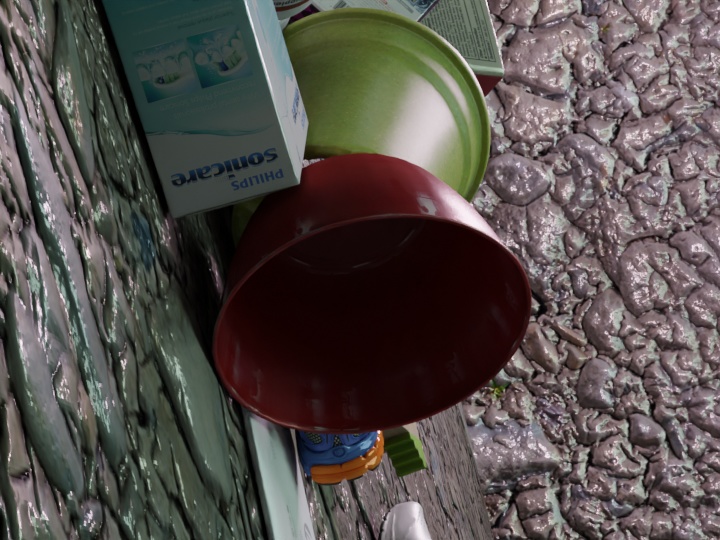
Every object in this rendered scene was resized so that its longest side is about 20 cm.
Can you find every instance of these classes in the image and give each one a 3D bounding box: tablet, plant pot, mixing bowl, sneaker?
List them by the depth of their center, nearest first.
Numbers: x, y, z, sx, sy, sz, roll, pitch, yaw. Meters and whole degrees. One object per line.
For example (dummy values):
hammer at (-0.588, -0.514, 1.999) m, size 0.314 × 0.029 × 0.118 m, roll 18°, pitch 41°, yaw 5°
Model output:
mixing bowl at (0.000, 0.000, 1.099) m, size 0.200 × 0.199 × 0.109 m, roll 69°, pitch 6°, yaw -47°
tablet at (-0.043, 0.180, 1.150) m, size 0.130 × 0.014 × 0.201 m, roll 53°, pitch 24°, yaw -76°
sneaker at (-0.023, 0.059, 1.233) m, size 0.200 × 0.075 × 0.079 m, roll -111°, pitch -170°, yaw -53°
plant pot at (-0.011, -0.064, 1.250) m, size 0.184 × 0.200 × 0.201 m, roll -74°, pitch 150°, yaw -63°
sneaker at (0.066, 0.290, 1.552) m, size 0.075 × 0.087 × 0.200 m, roll 66°, pitch 10°, yaw -48°

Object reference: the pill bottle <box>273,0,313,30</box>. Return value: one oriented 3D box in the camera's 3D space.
pill bottle at (-0.065, -0.245, 1.211) m, size 0.200 × 0.112 × 0.113 m, roll 122°, pitch -39°, yaw -59°

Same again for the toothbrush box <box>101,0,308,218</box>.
toothbrush box at (-0.098, -0.153, 1.069) m, size 0.146 × 0.085 × 0.201 m, roll -90°, pitch 163°, yaw -70°

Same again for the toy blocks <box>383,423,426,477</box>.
toy blocks at (-0.014, 0.058, 1.417) m, size 0.137 × 0.100 × 0.201 m, roll 43°, pitch 30°, yaw -57°

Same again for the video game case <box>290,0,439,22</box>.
video game case at (-0.022, -0.268, 1.390) m, size 0.200 × 0.036 × 0.181 m, roll 41°, pitch 50°, yaw -3°

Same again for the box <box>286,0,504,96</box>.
box at (0.000, -0.195, 1.455) m, size 0.109 × 0.199 × 0.128 m, roll -46°, pitch -132°, yaw 51°
